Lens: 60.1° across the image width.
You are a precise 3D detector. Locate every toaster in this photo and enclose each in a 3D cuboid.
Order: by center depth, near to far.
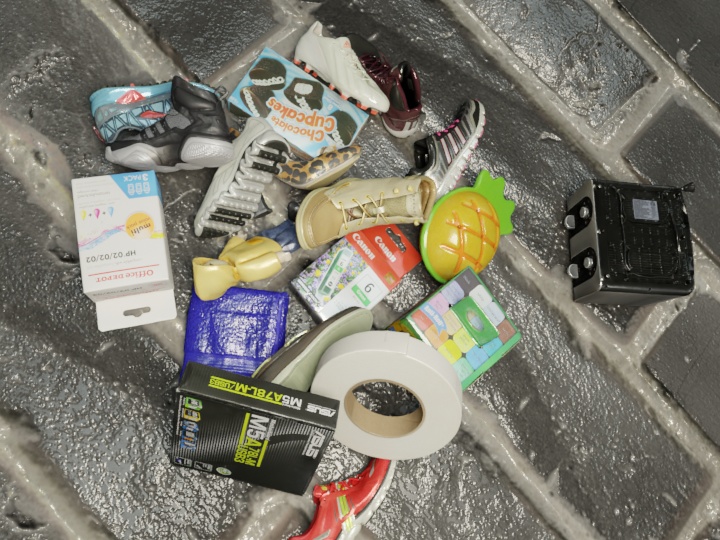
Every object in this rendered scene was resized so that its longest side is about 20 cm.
[{"bbox_3d":[0.435,-0.044,1.005,0.195,0.119,0.185,3,76,-10],"label":"toaster"}]

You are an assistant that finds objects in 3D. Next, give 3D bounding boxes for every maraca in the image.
[{"bbox_3d":[0.168,-0.066,0.961,0.199,0.106,0.139,-41,117,-22],"label":"maraca"}]

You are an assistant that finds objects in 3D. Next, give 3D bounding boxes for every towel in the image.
[{"bbox_3d":[-0.177,0.120,0.874,0.144,0.050,0.205,7,75,-11],"label":"towel"}]

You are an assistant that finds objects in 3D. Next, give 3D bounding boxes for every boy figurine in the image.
[{"bbox_3d":[-0.156,-0.027,0.888,0.198,0.123,0.066,-31,127,-28],"label":"boy figurine"}]

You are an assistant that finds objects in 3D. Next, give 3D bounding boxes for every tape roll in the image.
[{"bbox_3d":[0.033,0.165,0.799,0.199,0.205,0.037,23,38,-4],"label":"tape roll"}]

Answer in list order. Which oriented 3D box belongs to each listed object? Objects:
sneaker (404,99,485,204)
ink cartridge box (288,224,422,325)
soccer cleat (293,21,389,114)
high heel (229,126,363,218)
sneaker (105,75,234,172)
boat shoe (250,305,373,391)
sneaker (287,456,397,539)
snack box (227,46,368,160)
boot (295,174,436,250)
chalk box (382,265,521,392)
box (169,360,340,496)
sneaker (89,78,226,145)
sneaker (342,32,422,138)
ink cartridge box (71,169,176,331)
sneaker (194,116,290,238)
[{"bbox_3d":[0.134,-0.203,1.006,0.086,0.074,0.203,29,77,-9],"label":"sneaker"},{"bbox_3d":[0.000,0.000,0.939,0.199,0.050,0.109,-41,88,-17],"label":"ink cartridge box"},{"bbox_3d":[-0.025,-0.318,0.973,0.199,0.069,0.078,40,107,21],"label":"soccer cleat"},{"bbox_3d":[-0.105,-0.185,0.933,0.197,0.071,0.145,-25,85,6],"label":"high heel"},{"bbox_3d":[-0.263,-0.201,0.863,0.195,0.075,0.117,-1,86,18],"label":"sneaker"},{"bbox_3d":[-0.069,0.111,0.846,0.200,0.073,0.060,-39,42,-21],"label":"boat shoe"},{"bbox_3d":[-0.024,0.313,0.846,0.085,0.077,0.201,39,72,6],"label":"sneaker"},{"bbox_3d":[-0.098,-0.251,0.990,0.198,0.037,0.117,32,73,-2],"label":"snack box"},{"bbox_3d":[0.012,-0.085,0.877,0.200,0.152,0.074,-39,125,-54],"label":"boot"},{"bbox_3d":[0.126,0.088,0.865,0.123,0.200,0.126,-36,85,-17],"label":"chalk box"},{"bbox_3d":[-0.139,0.207,0.786,0.189,0.202,0.048,18,46,-6],"label":"box"},{"bbox_3d":[-0.297,-0.227,0.935,0.195,0.079,0.098,-8,92,-7],"label":"sneaker"},{"bbox_3d":[0.042,-0.321,0.995,0.075,0.116,0.202,-35,85,-17],"label":"sneaker"},{"bbox_3d":[-0.328,-0.028,0.870,0.112,0.068,0.205,-9,78,-13],"label":"ink cartridge box"},{"bbox_3d":[-0.178,-0.130,0.894,0.200,0.074,0.082,-48,57,21],"label":"sneaker"}]
